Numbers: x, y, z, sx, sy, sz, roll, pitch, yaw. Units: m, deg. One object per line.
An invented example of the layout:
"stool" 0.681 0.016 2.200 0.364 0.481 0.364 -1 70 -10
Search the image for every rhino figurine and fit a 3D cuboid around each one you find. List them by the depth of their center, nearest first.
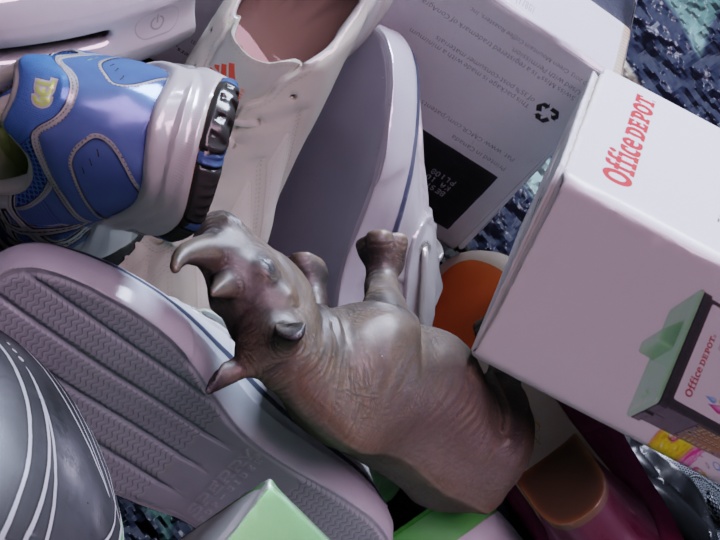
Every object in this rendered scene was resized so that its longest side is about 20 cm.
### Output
"rhino figurine" -0.001 0.031 0.924 0.200 0.060 0.088 30 42 -46

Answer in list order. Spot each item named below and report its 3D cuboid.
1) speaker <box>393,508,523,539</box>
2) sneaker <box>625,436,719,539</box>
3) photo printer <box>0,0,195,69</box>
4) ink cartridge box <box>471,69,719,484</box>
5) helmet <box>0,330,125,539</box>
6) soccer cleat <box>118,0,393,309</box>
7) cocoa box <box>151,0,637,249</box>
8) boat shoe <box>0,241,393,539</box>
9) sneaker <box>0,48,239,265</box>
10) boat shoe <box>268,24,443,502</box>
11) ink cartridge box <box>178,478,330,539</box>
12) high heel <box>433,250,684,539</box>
"speaker" 0.068 0.188 1.001 0.088 0.088 0.201 -29 83 -38
"sneaker" 0.160 0.104 1.110 0.199 0.076 0.115 12 61 -19
"photo printer" -0.158 -0.145 0.984 0.165 0.070 0.201 -8 45 -18
"ink cartridge box" 0.154 0.019 0.969 0.199 0.084 0.145 28 23 1
"helmet" -0.167 0.100 0.816 0.189 0.201 0.201 6 57 10
"soccer cleat" -0.049 -0.057 0.962 0.069 0.078 0.201 30 89 6
"cocoa box" 0.007 -0.135 1.089 0.199 0.133 0.132 32 43 -14
"boat shoe" -0.069 0.050 0.939 0.200 0.073 0.067 44 19 -29
"sneaker" -0.107 -0.045 0.909 0.077 0.200 0.076 17 75 -18
"boat shoe" 0.000 0.000 1.038 0.065 0.073 0.202 5 98 -44
"ink cartridge box" -0.012 0.190 0.912 0.200 0.145 0.088 43 56 -6
"high heel" 0.079 0.073 1.050 0.096 0.067 0.200 53 11 -36
